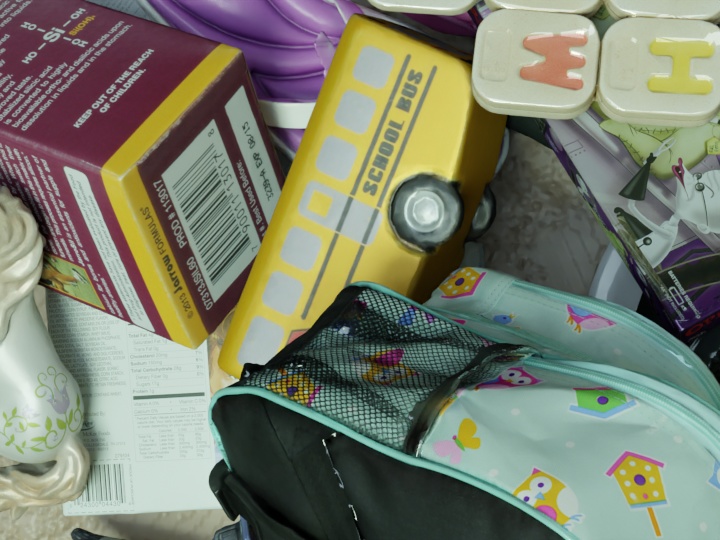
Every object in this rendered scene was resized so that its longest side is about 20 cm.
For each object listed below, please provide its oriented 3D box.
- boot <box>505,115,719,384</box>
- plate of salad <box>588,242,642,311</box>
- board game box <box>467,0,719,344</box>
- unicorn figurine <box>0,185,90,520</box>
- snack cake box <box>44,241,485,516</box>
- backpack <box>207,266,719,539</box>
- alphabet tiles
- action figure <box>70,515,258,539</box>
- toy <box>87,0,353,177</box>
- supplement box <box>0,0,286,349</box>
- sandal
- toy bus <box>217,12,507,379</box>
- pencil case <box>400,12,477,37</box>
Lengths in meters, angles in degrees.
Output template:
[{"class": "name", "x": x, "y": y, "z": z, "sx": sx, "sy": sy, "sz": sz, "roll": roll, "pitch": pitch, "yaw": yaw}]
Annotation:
[{"class": "boot", "x": 0.121, "y": -0.038, "z": 0.816, "sx": 0.162, "sy": 0.073, "sz": 0.198, "roll": 37, "pitch": 89, "yaw": 22}, {"class": "plate of salad", "x": 0.196, "y": 0.036, "z": 0.842, "sx": 0.199, "sy": 0.048, "sz": 0.201, "roll": -3, "pitch": 79, "yaw": 14}, {"class": "board game box", "x": 0.126, "y": -0.084, "z": 0.775, "sx": 0.120, "sy": 0.032, "sz": 0.200, "roll": -29, "pitch": 71, "yaw": -4}, {"class": "unicorn figurine", "x": -0.173, "y": 0.022, "z": 0.859, "sx": 0.137, "sy": 0.074, "sz": 0.200, "roll": -3, "pitch": 128, "yaw": 41}, {"class": "snack cake box", "x": -0.041, "y": 0.050, "z": 0.902, "sx": 0.199, "sy": 0.067, "sz": 0.115, "roll": -4, "pitch": 90, "yaw": 16}, {"class": "backpack", "x": 0.064, "y": 0.101, "z": 0.713, "sx": 0.200, "sy": 0.153, "sz": 0.176, "roll": 23, "pitch": 136, "yaw": 44}, {"class": "alphabet tiles", "x": 0.101, "y": -0.156, "z": 0.773, "sx": 0.195, "sy": 0.015, "sz": 0.201, "roll": 5, "pitch": 76, "yaw": 7}, {"class": "action figure", "x": -0.051, "y": 0.143, "z": 0.878, "sx": 0.193, "sy": 0.200, "sz": 0.105, "roll": -6, "pitch": 48, "yaw": 9}, {"class": "toy", "x": -0.078, "y": -0.118, "z": 0.918, "sx": 0.200, "sy": 0.047, "sz": 0.115, "roll": 41, "pitch": 102, "yaw": 6}, {"class": "supplement box", "x": -0.137, "y": -0.057, "z": 0.867, "sx": 0.200, "sy": 0.111, "sz": 0.086, "roll": 21, "pitch": 56, "yaw": 32}, {"class": "sandal", "x": -0.027, "y": -0.094, "z": 0.861, "sx": 0.202, "sy": 0.050, "sz": 0.083, "roll": 33, "pitch": 93, "yaw": 1}, {"class": "toy bus", "x": 0.000, "y": 0.000, "z": 0.817, "sx": 0.078, "sy": 0.065, "sz": 0.201, "roll": 24, "pitch": 100, "yaw": 15}, {"class": "pencil case", "x": 0.076, "y": -0.197, "z": 0.852, "sx": 0.094, "sy": 0.091, "sz": 0.200, "roll": 37, "pitch": 103, "yaw": 44}]
